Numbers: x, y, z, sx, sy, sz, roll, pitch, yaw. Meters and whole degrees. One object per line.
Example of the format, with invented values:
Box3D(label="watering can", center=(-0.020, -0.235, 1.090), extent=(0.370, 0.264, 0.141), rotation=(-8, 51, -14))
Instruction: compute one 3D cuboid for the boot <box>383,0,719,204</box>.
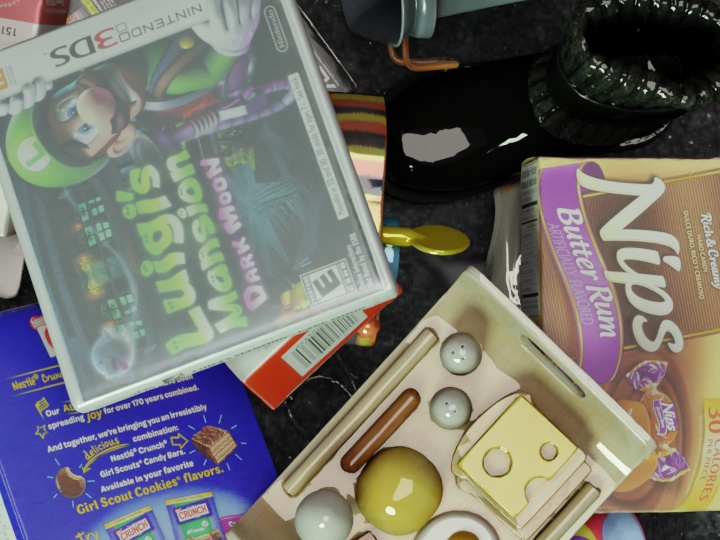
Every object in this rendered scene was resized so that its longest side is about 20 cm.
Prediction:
Box3D(label="boot", center=(0.106, -0.102, 1.477), extent=(0.210, 0.158, 0.080), rotation=(-16, 86, -9))

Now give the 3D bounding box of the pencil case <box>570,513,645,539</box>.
Box3D(label="pencil case", center=(0.079, 0.201, 1.467), extent=(0.199, 0.088, 0.089), rotation=(-24, 88, -19))

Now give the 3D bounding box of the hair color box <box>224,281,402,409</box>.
Box3D(label="hair color box", center=(-0.080, -0.032, 1.407), extent=(0.101, 0.061, 0.200), rotation=(-42, 67, -1))

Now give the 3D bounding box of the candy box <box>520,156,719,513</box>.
Box3D(label="candy box", center=(0.152, 0.036, 1.451), extent=(0.116, 0.056, 0.201), rotation=(1, 88, -8))

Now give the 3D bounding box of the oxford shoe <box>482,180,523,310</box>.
Box3D(label="oxford shoe", center=(0.089, 0.039, 1.508), extent=(0.057, 0.075, 0.201), rotation=(10, 89, 17))

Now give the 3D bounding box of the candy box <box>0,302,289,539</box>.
Box3D(label="candy box", center=(-0.136, 0.115, 1.417), extent=(0.168, 0.077, 0.201), rotation=(-13, 79, -36))

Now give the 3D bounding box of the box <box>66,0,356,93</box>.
Box3D(label="box", center=(-0.124, -0.138, 1.507), extent=(0.160, 0.044, 0.200), rotation=(-37, 90, -9))

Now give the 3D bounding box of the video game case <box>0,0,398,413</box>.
Box3D(label="video game case", center=(-0.097, -0.049, 1.350), extent=(0.181, 0.023, 0.201), rotation=(-20, 79, 3))

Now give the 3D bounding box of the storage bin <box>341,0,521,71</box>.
Box3D(label="storage bin", center=(0.066, -0.191, 1.456), extent=(0.133, 0.200, 0.147), rotation=(-6, 99, -8))

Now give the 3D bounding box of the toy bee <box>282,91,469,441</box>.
Box3D(label="toy bee", center=(0.000, 0.000, 1.453), extent=(0.130, 0.109, 0.201), rotation=(-17, 98, -4))

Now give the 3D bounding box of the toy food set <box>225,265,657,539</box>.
Box3D(label="toy food set", center=(0.044, 0.119, 1.384), extent=(0.143, 0.060, 0.200), rotation=(43, 89, 4))

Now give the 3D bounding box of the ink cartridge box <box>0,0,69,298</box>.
Box3D(label="ink cartridge box", center=(-0.238, -0.088, 1.446), extent=(0.116, 0.067, 0.201), rotation=(10, 96, 6))
